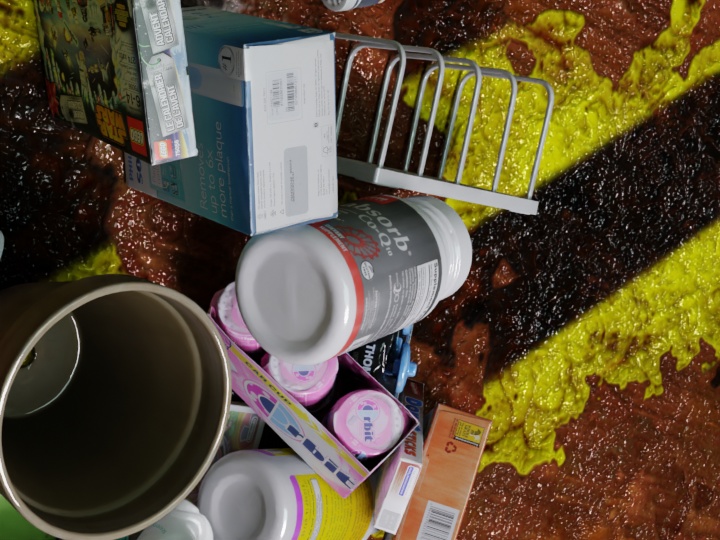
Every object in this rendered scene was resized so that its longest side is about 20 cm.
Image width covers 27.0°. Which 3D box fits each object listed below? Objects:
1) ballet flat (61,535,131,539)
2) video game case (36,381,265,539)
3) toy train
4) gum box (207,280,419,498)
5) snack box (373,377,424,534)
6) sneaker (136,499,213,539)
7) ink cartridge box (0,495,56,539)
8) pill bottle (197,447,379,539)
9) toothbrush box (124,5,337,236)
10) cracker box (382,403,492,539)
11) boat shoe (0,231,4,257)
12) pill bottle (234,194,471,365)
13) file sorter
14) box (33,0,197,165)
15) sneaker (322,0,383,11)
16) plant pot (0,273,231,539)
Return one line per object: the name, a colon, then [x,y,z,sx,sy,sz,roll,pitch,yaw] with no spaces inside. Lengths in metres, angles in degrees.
ballet flat: [-0.261,0.293,1.280,0.070,0.065,0.200,32,83,-17]
video game case: [-0.182,0.179,1.337,0.200,0.018,0.143,12,96,-40]
toy train: [0.018,0.034,1.396,0.087,0.114,0.200,11,85,1]
gum box: [-0.053,0.095,1.295,0.200,0.114,0.066,44,69,5]
snack box: [0.037,0.167,1.391,0.024,0.200,0.072,18,106,-3]
sneaker: [-0.170,0.291,1.325,0.080,0.070,0.201,-46,142,-42]
ink cartridge box: [-0.330,0.241,1.188,0.200,0.076,0.148,24,91,-38]
pill bottle: [-0.051,0.215,1.384,0.200,0.104,0.104,7,99,-55]
toothbrush box: [-0.108,-0.124,1.185,0.085,0.200,0.147,-13,112,-33]
cracker box: [0.070,0.206,1.431,0.058,0.200,0.134,18,80,0]
boat shoe: [-0.333,0.046,1.135,0.057,0.069,0.200,31,70,-43]
pill bottle: [0.000,0.000,1.235,0.200,0.116,0.116,-20,117,-53]
file sorter: [0.056,-0.134,1.357,0.200,0.139,0.125,8,96,-40]
box: [-0.186,-0.165,1.108,0.040,0.200,0.137,-16,113,-28]
sneaker: [0.007,-0.328,1.298,0.079,0.078,0.200,-15,123,-30]
plant pot: [-0.228,0.085,1.168,0.200,0.173,0.200,-13,112,-35]
